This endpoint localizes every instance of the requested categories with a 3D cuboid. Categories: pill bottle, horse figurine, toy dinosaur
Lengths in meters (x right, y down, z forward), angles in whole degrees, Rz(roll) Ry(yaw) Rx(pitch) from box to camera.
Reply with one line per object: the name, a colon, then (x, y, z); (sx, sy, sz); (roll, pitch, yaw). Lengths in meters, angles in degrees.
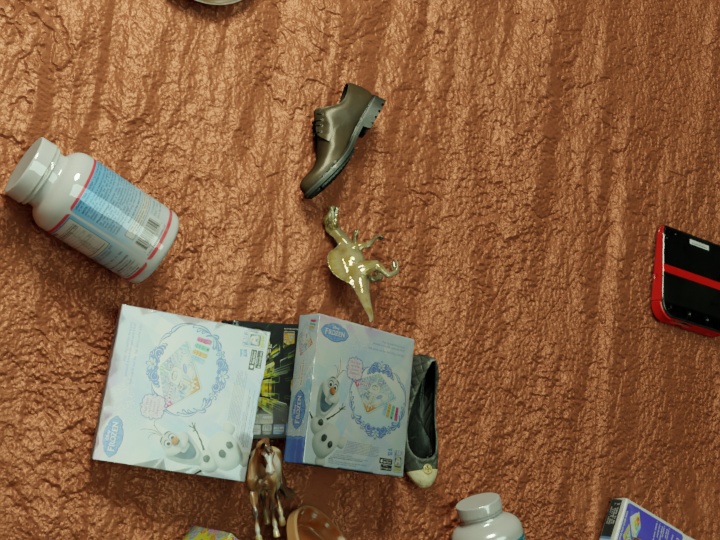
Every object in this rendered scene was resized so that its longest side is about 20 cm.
pill bottle: (-0.336, -0.077, 1.403); (0.200, 0.109, 0.109); (35, 67, -25)
horse figurine: (-0.123, 0.280, 1.482); (0.050, 0.200, 0.133); (-6, 88, 2)
pill bottle: (0.204, 0.444, 1.700); (0.111, 0.111, 0.200); (-19, 95, -34)
toy dinosaur: (0.000, 0.000, 1.637); (0.101, 0.058, 0.200); (-4, 60, -35)

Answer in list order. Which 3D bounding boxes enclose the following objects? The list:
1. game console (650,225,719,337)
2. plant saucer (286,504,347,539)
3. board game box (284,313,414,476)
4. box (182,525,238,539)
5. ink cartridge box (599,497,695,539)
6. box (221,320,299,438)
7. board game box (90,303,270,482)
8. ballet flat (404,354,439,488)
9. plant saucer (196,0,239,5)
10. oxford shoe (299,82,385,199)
game console: (0.616, 0.023, 2.075); (0.200, 0.031, 0.177); (16, 71, -32)
plant saucer: (-0.040, 0.413, 1.516); (0.032, 0.200, 0.200); (-34, 108, 11)
board game box: (-0.011, 0.177, 1.555); (0.200, 0.043, 0.199); (18, 73, -44)
box: (-0.187, 0.469, 1.432); (0.193, 0.122, 0.200); (47, 62, -19)
ink cartridge box: (0.479, 0.519, 1.914); (0.200, 0.043, 0.198); (32, 68, -24)
box: (-0.103, 0.154, 1.567); (0.200, 0.049, 0.162); (6, 84, -33)
board game box: (-0.232, 0.160, 1.452); (0.199, 0.043, 0.200); (13, 81, -18)
ballet flat: (0.090, 0.226, 1.681); (0.066, 0.057, 0.200); (-1, 85, -33)
plant saucer: (-0.220, -0.467, 1.571); (0.200, 0.032, 0.201); (4, 83, -34)
oxford shoe: (-0.046, -0.191, 1.642); (0.084, 0.073, 0.200); (33, 65, -8)
